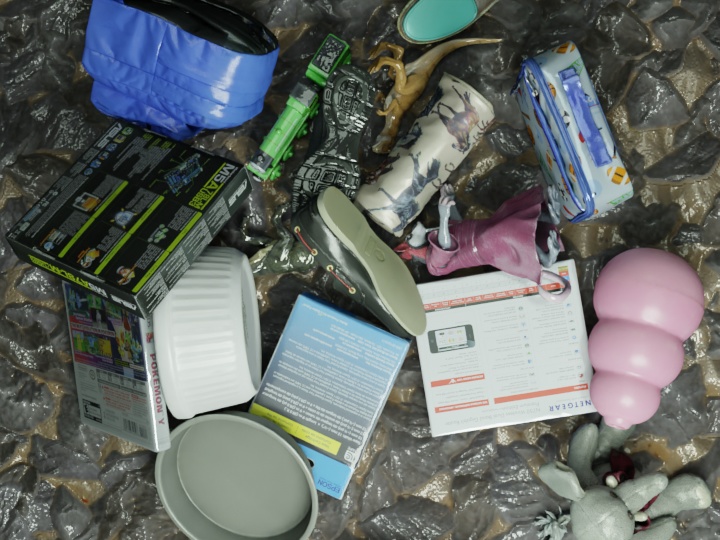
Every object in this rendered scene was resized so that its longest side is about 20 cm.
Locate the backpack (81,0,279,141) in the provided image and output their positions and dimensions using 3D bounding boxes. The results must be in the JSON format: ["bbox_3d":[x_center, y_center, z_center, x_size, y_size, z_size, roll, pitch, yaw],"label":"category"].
[{"bbox_3d":[-0.201,-0.238,1.263,0.199,0.163,0.169,19,117,4],"label":"backpack"}]

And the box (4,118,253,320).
[{"bbox_3d":[-0.249,-0.063,1.174,0.192,0.048,0.200,22,59,23],"label":"box"}]

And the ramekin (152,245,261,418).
[{"bbox_3d":[-0.168,0.064,1.220,0.094,0.202,0.204,-5,87,2],"label":"ramekin"}]

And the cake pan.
[{"bbox_3d":[-0.140,0.246,1.252,0.199,0.037,0.201,6,115,13],"label":"cake pan"}]

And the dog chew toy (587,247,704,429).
[{"bbox_3d":[0.312,0.079,1.219,0.124,0.125,0.201,17,78,4],"label":"dog chew toy"}]

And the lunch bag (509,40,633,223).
[{"bbox_3d":[0.237,-0.157,1.226,0.075,0.160,0.201,-23,87,2],"label":"lunch bag"}]

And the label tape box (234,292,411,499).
[{"bbox_3d":[-0.043,0.145,1.278,0.143,0.066,0.201,24,94,4],"label":"label tape box"}]

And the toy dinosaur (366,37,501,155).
[{"bbox_3d":[0.062,-0.234,1.302,0.106,0.060,0.200,36,94,-24],"label":"toy dinosaur"}]

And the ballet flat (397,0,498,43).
[{"bbox_3d":[0.128,-0.336,1.291,0.199,0.071,0.071,-32,86,1],"label":"ballet flat"}]

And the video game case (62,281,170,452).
[{"bbox_3d":[-0.280,0.100,1.231,0.023,0.199,0.184,-12,100,-36],"label":"video game case"}]

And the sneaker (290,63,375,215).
[{"bbox_3d":[-0.031,-0.138,1.276,0.076,0.091,0.201,20,88,-7],"label":"sneaker"}]

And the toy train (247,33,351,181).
[{"bbox_3d":[-0.074,-0.194,1.300,0.042,0.056,0.201,32,89,4],"label":"toy train"}]

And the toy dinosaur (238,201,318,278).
[{"bbox_3d":[-0.104,-0.030,1.301,0.199,0.047,0.089,-16,93,6],"label":"toy dinosaur"}]

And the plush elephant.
[{"bbox_3d":[0.283,0.256,1.205,0.200,0.155,0.165,-37,86,1],"label":"plush elephant"}]

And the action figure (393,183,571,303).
[{"bbox_3d":[0.136,-0.030,1.245,0.199,0.134,0.150,-14,100,24],"label":"action figure"}]

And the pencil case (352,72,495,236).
[{"bbox_3d":[0.071,-0.133,1.266,0.078,0.089,0.200,34,100,-31],"label":"pencil case"}]

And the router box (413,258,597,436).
[{"bbox_3d":[0.166,0.091,1.274,0.199,0.049,0.181,-9,87,3],"label":"router box"}]

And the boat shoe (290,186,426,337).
[{"bbox_3d":[0.001,-0.001,1.228,0.063,0.074,0.202,-30,107,33],"label":"boat shoe"}]
